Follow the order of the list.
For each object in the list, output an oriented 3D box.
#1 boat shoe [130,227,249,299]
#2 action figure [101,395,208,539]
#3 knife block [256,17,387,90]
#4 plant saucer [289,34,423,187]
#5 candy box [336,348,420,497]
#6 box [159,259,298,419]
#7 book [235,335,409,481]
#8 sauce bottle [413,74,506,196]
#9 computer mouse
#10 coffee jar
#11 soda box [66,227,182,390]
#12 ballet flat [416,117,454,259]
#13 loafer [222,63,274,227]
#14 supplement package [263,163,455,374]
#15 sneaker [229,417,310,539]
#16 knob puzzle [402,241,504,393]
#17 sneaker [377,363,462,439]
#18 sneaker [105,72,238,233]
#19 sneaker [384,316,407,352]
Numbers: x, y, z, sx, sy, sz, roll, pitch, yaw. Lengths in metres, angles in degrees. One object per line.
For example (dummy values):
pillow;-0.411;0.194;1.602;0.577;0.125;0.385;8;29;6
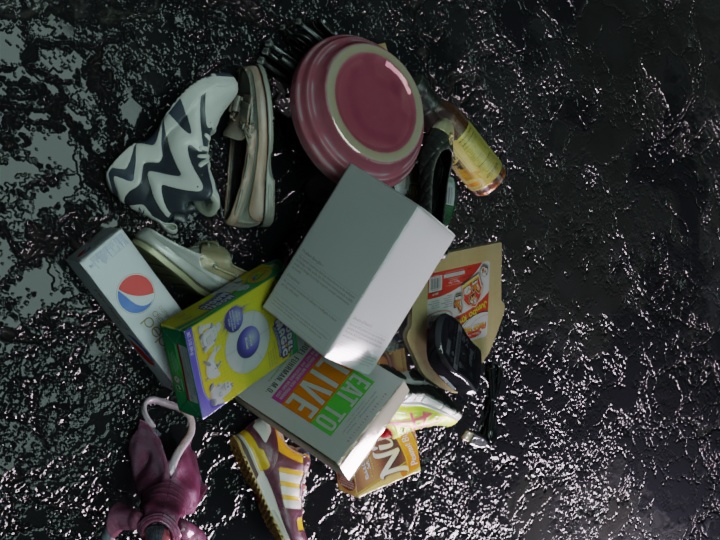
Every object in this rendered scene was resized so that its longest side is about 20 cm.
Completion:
boat shoe;-0.194;-0.003;1.101;0.199;0.074;0.069;40;71;-39
action figure;-0.216;0.265;1.025;0.131;0.201;0.151;17;108;-14
knife block;-0.040;-0.233;1.185;0.173;0.064;0.204;-21;105;-29
plant saucer;0.007;-0.201;1.122;0.197;0.050;0.205;9;74;-33
candy box;0.014;0.197;1.252;0.114;0.055;0.205;-14;101;-34
box;-0.142;0.076;1.075;0.199;0.048;0.120;-36;126;-46
book;-0.052;0.152;1.128;0.134;0.198;0.048;-50;142;-19
sauce bottle;0.133;-0.196;1.300;0.200;0.066;0.066;46;70;-24
computer mouse;0.130;0.154;1.197;0.200;0.045;0.143;40;50;-47
coffee jar;0.027;-0.111;1.212;0.197;0.104;0.087;14;77;-32
soda box;-0.256;0.048;1.062;0.064;0.068;0.202;-42;113;-23
ballet flat;0.102;-0.101;1.156;0.066;0.056;0.204;33;62;-53
loafer;-0.144;-0.154;1.123;0.062;0.072;0.205;-6;100;-24
supplement package;0.000;0.000;1.068;0.202;0.116;0.117;-57;146;3
sneaker;-0.094;0.284;1.179;0.089;0.075;0.203;-29;109;-22
knob puzzle;0.125;0.069;1.239;0.217;0.030;0.225;-12;108;-40
sneaker;0.059;0.188;1.215;0.198;0.078;0.091;23;107;-44
sneaker;-0.188;-0.128;1.060;0.129;0.080;0.199;43;70;1
sneaker;0.054;0.046;1.249;0.198;0.086;0.076;-31;123;-34
